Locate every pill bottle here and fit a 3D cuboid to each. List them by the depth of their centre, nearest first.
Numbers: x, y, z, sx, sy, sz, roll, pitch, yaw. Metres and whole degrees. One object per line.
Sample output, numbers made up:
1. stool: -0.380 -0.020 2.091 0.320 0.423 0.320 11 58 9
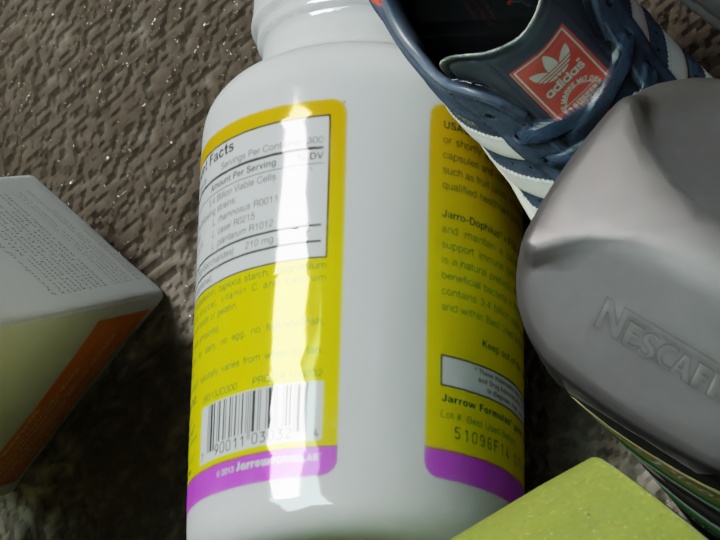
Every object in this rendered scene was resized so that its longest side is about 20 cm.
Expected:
1. pill bottle: 0.000 0.000 0.861 0.104 0.104 0.201 -15 63 35

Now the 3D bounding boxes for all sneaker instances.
1. sneaker: 0.066 -0.046 0.786 0.200 0.085 0.075 44 93 6

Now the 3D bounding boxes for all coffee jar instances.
1. coffee jar: 0.112 0.029 0.679 0.104 0.200 0.085 32 84 28

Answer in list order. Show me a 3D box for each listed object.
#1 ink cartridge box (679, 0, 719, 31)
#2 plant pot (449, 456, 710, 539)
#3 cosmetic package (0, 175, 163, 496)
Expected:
1. ink cartridge box: 0.142 -0.174 0.784 0.200 0.144 0.084 -41 50 19
2. plant pot: 0.035 0.156 0.737 0.200 0.187 0.187 -49 48 -4
3. cosmetic package: -0.149 0.029 0.907 0.071 0.200 0.102 41 103 9
